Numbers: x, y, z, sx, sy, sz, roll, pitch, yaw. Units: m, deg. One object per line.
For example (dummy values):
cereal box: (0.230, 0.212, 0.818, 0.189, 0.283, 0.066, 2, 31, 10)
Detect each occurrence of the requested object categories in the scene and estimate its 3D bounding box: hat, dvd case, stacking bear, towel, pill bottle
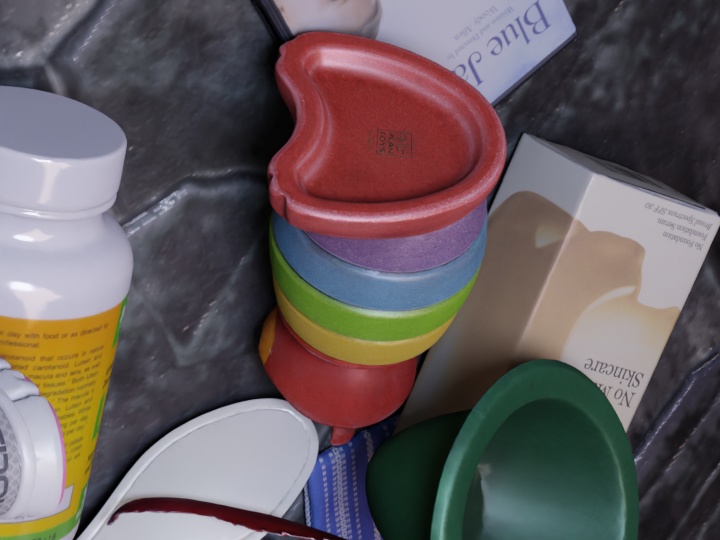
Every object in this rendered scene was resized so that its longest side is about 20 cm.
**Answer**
hat: (0.021, 0.118, 1.246, 0.200, 0.175, 0.166, 47, 59, -41)
dvd case: (0.021, -0.143, 1.182, 0.143, 0.018, 0.200, -41, 134, -10)
stacking bear: (0.000, 0.000, 1.185, 0.113, 0.122, 0.201, 7, 138, -5)
towel: (0.060, 0.130, 1.376, 0.199, 0.024, 0.146, -22, 127, -24)
pill bottle: (-0.164, 0.025, 1.084, 0.111, 0.111, 0.201, -3, 118, -35)

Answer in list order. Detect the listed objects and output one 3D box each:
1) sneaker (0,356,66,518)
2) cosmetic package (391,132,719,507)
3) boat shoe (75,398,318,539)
sneaker: (-0.212, 0.046, 0.996, 0.087, 0.200, 0.074, -12, 128, -47)
cosmetic package: (0.103, 0.038, 1.302, 0.105, 0.071, 0.201, 14, 103, -36)
boat shoe: (-0.105, 0.141, 1.249, 0.200, 0.073, 0.062, -42, 175, -16)
